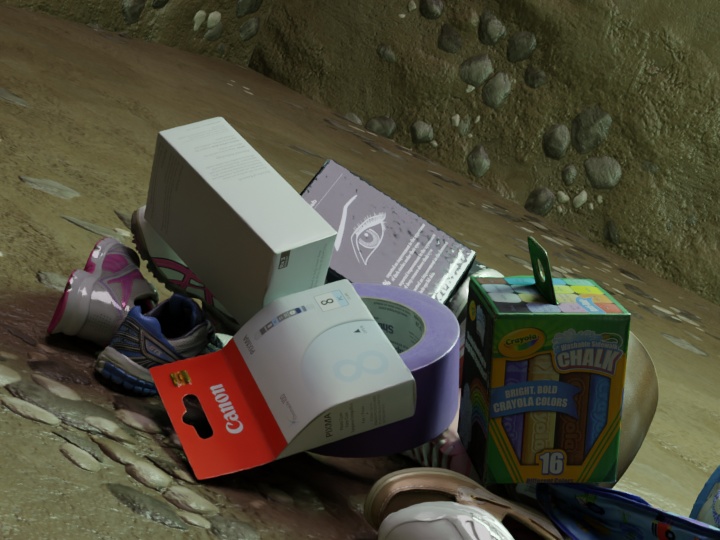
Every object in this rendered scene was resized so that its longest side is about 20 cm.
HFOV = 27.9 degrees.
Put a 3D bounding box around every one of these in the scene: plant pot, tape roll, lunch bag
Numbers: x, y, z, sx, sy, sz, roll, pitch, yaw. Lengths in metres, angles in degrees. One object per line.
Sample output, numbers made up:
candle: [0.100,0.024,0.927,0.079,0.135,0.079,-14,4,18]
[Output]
plant pot: [0.205,0.165,1.484,0.186,0.188,0.200,23,26,4]
tape roll: [-0.003,0.092,1.399,0.198,0.086,0.200,0,24,0]
lunch bag: [0.249,0.249,1.301,0.199,0.095,0.150,25,-6,39]

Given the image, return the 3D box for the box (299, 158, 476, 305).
box: [0.000,0.000,1.569,0.199,0.105,0.148,33,46,5]

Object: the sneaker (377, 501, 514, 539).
sneaker: [0.100,0.246,1.121,0.199,0.078,0.099,24,15,11]

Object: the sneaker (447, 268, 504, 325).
sneaker: [0.168,0.051,1.606,0.088,0.076,0.199,39,22,28]

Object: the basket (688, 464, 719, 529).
basket: [0.396,0.241,1.433,0.138,0.178,0.200,18,23,-2]

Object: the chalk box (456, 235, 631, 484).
chalk box: [0.162,0.074,1.290,0.123,0.202,0.125,2,15,-8]

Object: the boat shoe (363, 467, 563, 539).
boat shoe: [0.098,0.220,1.230,0.199,0.075,0.066,17,8,-26]

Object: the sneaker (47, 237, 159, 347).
sneaker: [-0.244,0.032,1.447,0.088,0.082,0.200,25,18,-4]

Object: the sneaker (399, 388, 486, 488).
sneaker: [0.073,0.174,1.411,0.104,0.076,0.200,4,22,1]

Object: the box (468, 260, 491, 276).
box: [0.079,0.035,1.889,0.106,0.123,0.199,29,14,33]

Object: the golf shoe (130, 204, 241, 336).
golf shoe: [-0.155,-0.003,1.512,0.200,0.092,0.073,47,21,-26]

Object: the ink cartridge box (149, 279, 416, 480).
ink cartridge box: [-0.072,0.090,1.266,0.198,0.048,0.160,-15,38,-17]

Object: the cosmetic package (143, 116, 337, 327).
cosmetic package: [-0.119,-0.043,1.395,0.081,0.113,0.200,-21,53,-37]

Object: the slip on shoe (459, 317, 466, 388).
slip on shoe: [0.108,0.100,1.513,0.061,0.200,0.074,37,28,-8]

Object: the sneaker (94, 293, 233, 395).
sneaker: [-0.164,0.068,1.390,0.077,0.086,0.200,28,12,25]
